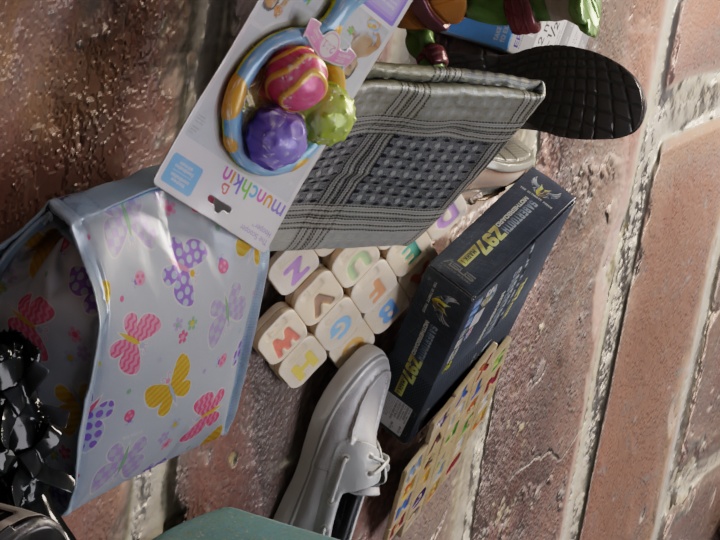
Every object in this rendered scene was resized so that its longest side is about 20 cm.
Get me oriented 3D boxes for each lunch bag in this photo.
[{"bbox_3d":[-0.151,0.023,1.404,0.169,0.127,0.201,-26,140,-49],"label":"lunch bag"}]

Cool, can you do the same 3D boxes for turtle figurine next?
[{"bbox_3d":[0.053,-0.177,1.535,0.200,0.192,0.145,-6,85,-64],"label":"turtle figurine"}]

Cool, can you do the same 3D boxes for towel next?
[{"bbox_3d":[0.006,-0.073,1.540,0.199,0.035,0.193,2,147,-36],"label":"towel"}]

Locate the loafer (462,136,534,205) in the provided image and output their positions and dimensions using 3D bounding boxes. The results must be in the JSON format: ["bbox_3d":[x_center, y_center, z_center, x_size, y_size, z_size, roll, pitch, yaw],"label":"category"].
[{"bbox_3d":[0.061,-0.079,1.775,0.199,0.072,0.063,-5,130,-52],"label":"loafer"}]

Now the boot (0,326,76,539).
[{"bbox_3d":[-0.235,0.125,1.336,0.073,0.197,0.164,-22,97,-40],"label":"boot"}]

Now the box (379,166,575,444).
[{"bbox_3d":[0.088,0.030,1.834,0.158,0.051,0.201,-43,164,-41],"label":"box"}]

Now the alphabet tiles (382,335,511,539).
[{"bbox_3d":[0.074,0.148,1.933,0.167,0.006,0.201,-50,165,-32],"label":"alphabet tiles"}]

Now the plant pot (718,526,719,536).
[{"bbox_3d":[0.542,0.296,2.744,0.179,0.200,0.200,-45,147,-10],"label":"plant pot"}]

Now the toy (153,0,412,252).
[{"bbox_3d":[-0.030,-0.113,1.356,0.115,0.047,0.201,33,84,-48],"label":"toy"}]

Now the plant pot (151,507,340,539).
[{"bbox_3d":[-0.085,0.291,1.637,0.201,0.194,0.197,-58,151,-36],"label":"plant pot"}]

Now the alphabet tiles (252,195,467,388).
[{"bbox_3d":[0.000,0.000,1.701,0.200,0.015,0.196,-46,151,-7],"label":"alphabet tiles"}]

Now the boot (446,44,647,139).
[{"bbox_3d":[0.154,-0.138,1.755,0.131,0.199,0.070,3,99,-57],"label":"boot"}]

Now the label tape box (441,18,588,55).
[{"bbox_3d":[0.128,-0.241,1.774,0.200,0.066,0.144,9,100,-63],"label":"label tape box"}]

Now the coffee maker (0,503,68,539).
[{"bbox_3d":[-0.252,0.184,1.253,0.135,0.199,0.193,-54,148,-24],"label":"coffee maker"}]

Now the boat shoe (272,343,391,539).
[{"bbox_3d":[-0.012,0.159,1.777,0.072,0.068,0.201,14,102,-64],"label":"boat shoe"}]
